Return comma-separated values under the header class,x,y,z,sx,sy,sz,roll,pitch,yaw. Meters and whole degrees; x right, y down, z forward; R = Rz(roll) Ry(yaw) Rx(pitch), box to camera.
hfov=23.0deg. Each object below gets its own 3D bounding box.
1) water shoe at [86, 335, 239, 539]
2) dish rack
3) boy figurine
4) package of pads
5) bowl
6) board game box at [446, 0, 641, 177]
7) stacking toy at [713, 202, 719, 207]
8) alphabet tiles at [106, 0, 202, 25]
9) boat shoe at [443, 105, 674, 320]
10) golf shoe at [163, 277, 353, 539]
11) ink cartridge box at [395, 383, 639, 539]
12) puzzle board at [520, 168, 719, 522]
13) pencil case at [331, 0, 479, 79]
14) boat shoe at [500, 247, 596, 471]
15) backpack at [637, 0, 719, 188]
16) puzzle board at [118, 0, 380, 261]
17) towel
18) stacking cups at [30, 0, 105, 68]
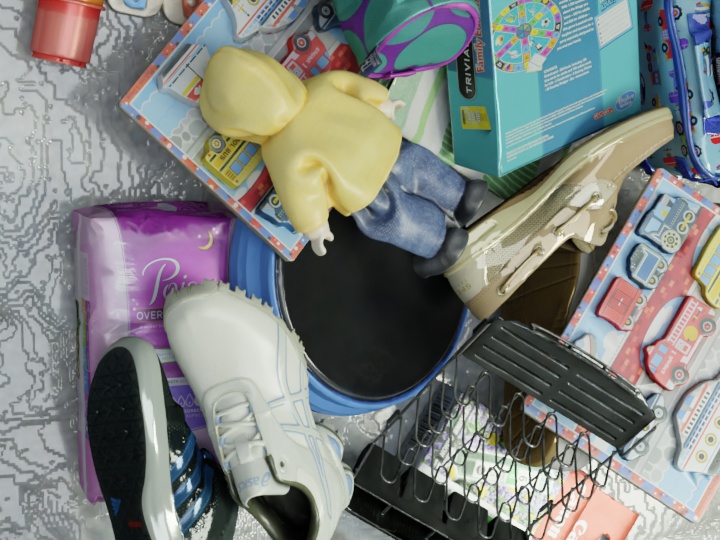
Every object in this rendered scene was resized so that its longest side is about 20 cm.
class,x,y,z,sx,sy,sz,roll,pitch,yaw
water shoe,-0.123,0.137,1.153,0.079,0.071,0.202,-15,102,-42
dish rack,0.095,0.123,1.191,0.153,0.055,0.200,30,130,-13
boy figurine,-0.017,-0.070,1.119,0.199,0.064,0.125,30,64,-18
package of pads,-0.131,0.054,1.204,0.120,0.076,0.202,-3,97,-21
bowl,0.000,0.000,1.219,0.200,0.039,0.202,0,90,-41
board game box,0.123,-0.184,1.196,0.150,0.047,0.201,-25,120,-37
stacking toy,0.262,0.055,1.339,0.085,0.085,0.201,-18,108,-15
alphabet tiles,-0.139,-0.270,1.195,0.199,0.015,0.197,9,94,-20
boat shoe,0.145,-0.042,1.236,0.199,0.071,0.065,-36,89,-6
golf shoe,-0.064,0.099,1.130,0.078,0.097,0.201,-23,115,18
ink cartridge box,0.117,0.182,1.313,0.199,0.050,0.109,34,85,-17
puzzle board,0.223,0.052,1.242,0.150,0.017,0.201,33,79,-5
pencil case,-0.008,-0.218,1.135,0.085,0.092,0.201,-14,69,-47
boat shoe,0.147,0.048,1.294,0.069,0.071,0.202,19,72,-41
backpack,0.282,-0.145,1.251,0.134,0.200,0.184,-11,101,-17
puzzle board,-0.046,-0.128,1.163,0.151,0.017,0.200,43,62,-14
towel,0.098,-0.138,1.236,0.200,0.023,0.153,29,83,-46
stacking cups,-0.173,-0.233,1.153,0.060,0.060,0.202,8,98,-19
